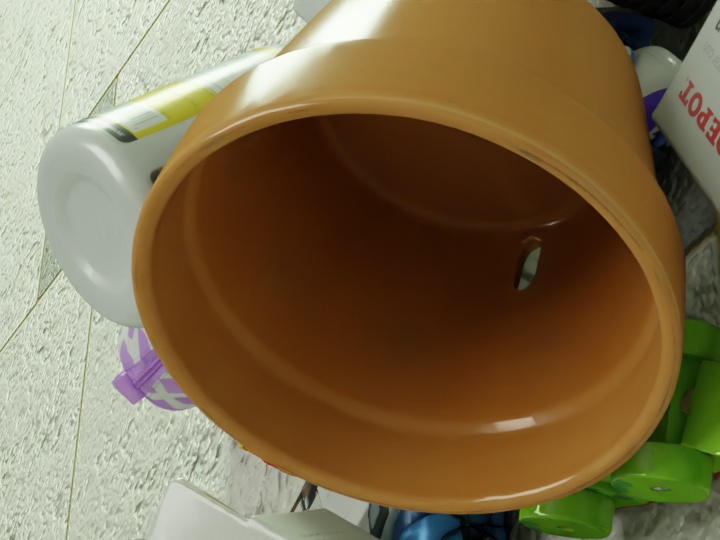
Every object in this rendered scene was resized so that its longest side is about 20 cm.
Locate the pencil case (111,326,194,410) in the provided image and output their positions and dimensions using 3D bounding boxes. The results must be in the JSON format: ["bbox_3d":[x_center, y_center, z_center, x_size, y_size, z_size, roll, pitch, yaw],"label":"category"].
[{"bbox_3d":[-0.079,0.020,1.306,0.086,0.084,0.200,-50,3,-34],"label":"pencil case"}]

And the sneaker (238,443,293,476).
[{"bbox_3d":[-0.001,0.030,1.130,0.200,0.077,0.073,-59,25,21],"label":"sneaker"}]

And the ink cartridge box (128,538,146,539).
[{"bbox_3d":[-0.085,0.252,1.091,0.145,0.084,0.200,112,158,-55],"label":"ink cartridge box"}]

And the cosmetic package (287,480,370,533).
[{"bbox_3d":[0.022,0.085,1.071,0.200,0.051,0.083,-63,25,22],"label":"cosmetic package"}]

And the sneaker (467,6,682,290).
[{"bbox_3d":[0.083,-0.035,0.942,0.146,0.081,0.200,-42,23,35],"label":"sneaker"}]

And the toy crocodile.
[{"bbox_3d":[0.113,0.068,0.869,0.200,0.062,0.068,146,138,-63],"label":"toy crocodile"}]

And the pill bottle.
[{"bbox_3d":[-0.063,-0.055,1.158,0.112,0.200,0.112,31,134,39],"label":"pill bottle"}]

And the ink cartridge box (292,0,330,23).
[{"bbox_3d":[0.032,-0.163,0.950,0.200,0.050,0.161,-126,50,-67],"label":"ink cartridge box"}]

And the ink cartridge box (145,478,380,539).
[{"bbox_3d":[-0.005,0.175,0.900,0.200,0.067,0.116,28,102,27],"label":"ink cartridge box"}]

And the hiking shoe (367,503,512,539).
[{"bbox_3d":[0.046,0.146,0.962,0.087,0.074,0.200,10,90,55],"label":"hiking shoe"}]

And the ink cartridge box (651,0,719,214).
[{"bbox_3d":[0.198,-0.091,0.744,0.200,0.083,0.145,-63,23,23],"label":"ink cartridge box"}]

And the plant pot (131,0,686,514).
[{"bbox_3d":[0.030,-0.026,0.822,0.200,0.200,0.140,-50,13,43],"label":"plant pot"}]

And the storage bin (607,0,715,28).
[{"bbox_3d":[0.114,-0.217,0.975,0.135,0.094,0.200,-61,26,28],"label":"storage bin"}]
